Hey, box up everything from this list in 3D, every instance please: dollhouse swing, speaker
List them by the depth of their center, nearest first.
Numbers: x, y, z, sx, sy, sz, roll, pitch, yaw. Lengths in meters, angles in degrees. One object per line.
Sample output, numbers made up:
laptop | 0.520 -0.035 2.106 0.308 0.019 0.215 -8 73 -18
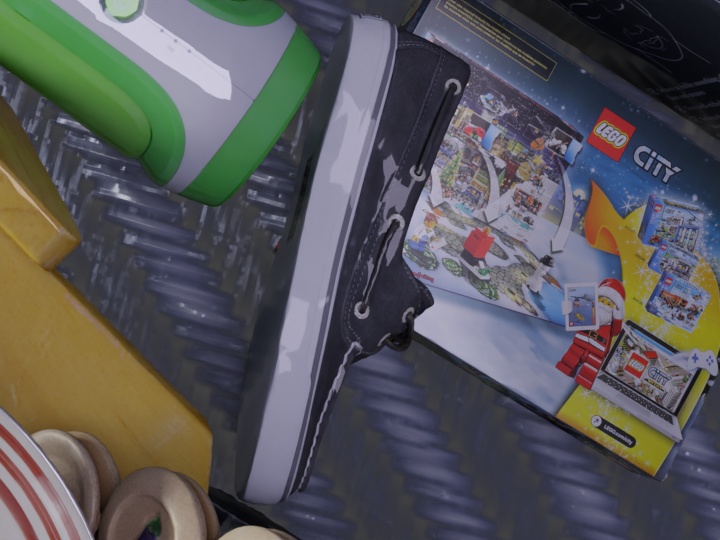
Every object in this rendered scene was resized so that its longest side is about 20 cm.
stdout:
speaker | -0.114 -0.111 0.698 0.199 0.088 0.089 36 82 -12
dollhouse swing | -0.181 0.038 0.716 0.200 0.182 0.176 -42 128 3

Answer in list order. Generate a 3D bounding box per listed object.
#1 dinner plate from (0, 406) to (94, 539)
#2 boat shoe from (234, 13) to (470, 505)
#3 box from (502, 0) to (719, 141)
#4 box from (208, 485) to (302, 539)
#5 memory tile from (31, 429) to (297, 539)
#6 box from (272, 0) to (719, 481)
dinner plate | -0.173 0.117 0.623 0.198 0.024 0.203 2 101 12
boat shoe | 0.000 0.000 0.755 0.066 0.070 0.202 15 82 -11
box | 0.140 -0.145 0.783 0.199 0.148 0.108 30 83 -13
box | -0.037 0.209 0.700 0.124 0.196 0.201 37 81 -48
memory tile | -0.063 0.147 0.600 0.017 0.199 0.155 11 97 -49
box | 0.080 -0.016 0.824 0.199 0.038 0.137 32 83 -13
